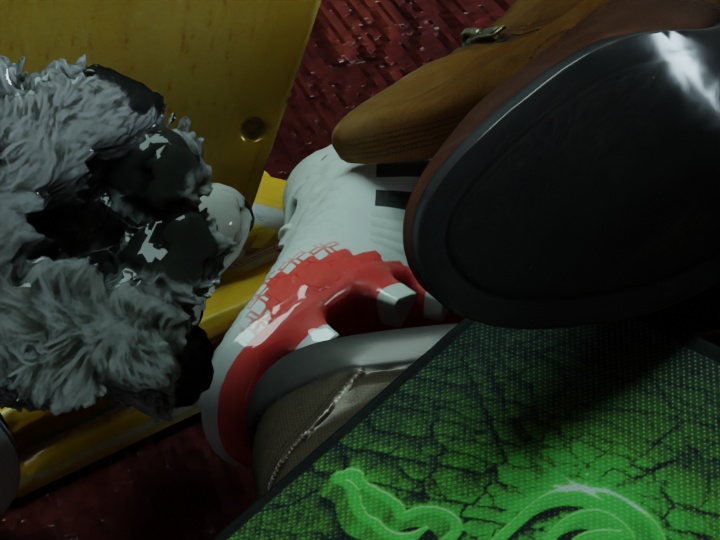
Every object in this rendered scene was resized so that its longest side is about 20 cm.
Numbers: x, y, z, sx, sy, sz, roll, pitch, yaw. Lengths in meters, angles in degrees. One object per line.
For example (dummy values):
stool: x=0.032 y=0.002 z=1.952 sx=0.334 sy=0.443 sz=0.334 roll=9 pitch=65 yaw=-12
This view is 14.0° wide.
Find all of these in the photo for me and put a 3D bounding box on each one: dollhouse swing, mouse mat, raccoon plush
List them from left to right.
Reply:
raccoon plush: x=-0.122 y=-0.001 z=0.803 sx=0.199 sy=0.097 sz=0.134 roll=0 pitch=-9 yaw=-15
dollhouse swing: x=-0.132 y=-0.106 z=0.968 sx=0.199 sy=0.182 sz=0.176 roll=15 pitch=14 yaw=-17
mouse mat: x=0.038 y=0.076 z=0.661 sx=0.161 sy=0.008 sz=0.200 roll=-41 pitch=35 yaw=-14

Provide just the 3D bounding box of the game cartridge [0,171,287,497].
game cartridge: x=-0.091 y=0.009 z=1.004 sx=0.176 sy=0.033 sz=0.200 roll=-25 pitch=23 yaw=-27

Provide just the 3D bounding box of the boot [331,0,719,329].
boot: x=0.044 y=-0.047 z=0.789 sx=0.188 sy=0.069 sz=0.200 roll=-41 pitch=21 yaw=-24

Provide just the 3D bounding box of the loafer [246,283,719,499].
loafer: x=0.061 y=0.049 z=0.750 sx=0.199 sy=0.073 sz=0.071 roll=-15 pitch=38 yaw=24

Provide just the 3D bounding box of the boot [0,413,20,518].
boot: x=-0.170 y=0.035 z=0.908 sx=0.200 sy=0.073 sz=0.090 roll=-1 pitch=39 yaw=35

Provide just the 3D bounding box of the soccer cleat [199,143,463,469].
soccer cleat: x=0.000 y=0.000 z=0.885 sx=0.085 sy=0.069 sz=0.200 roll=20 pitch=35 yaw=26
